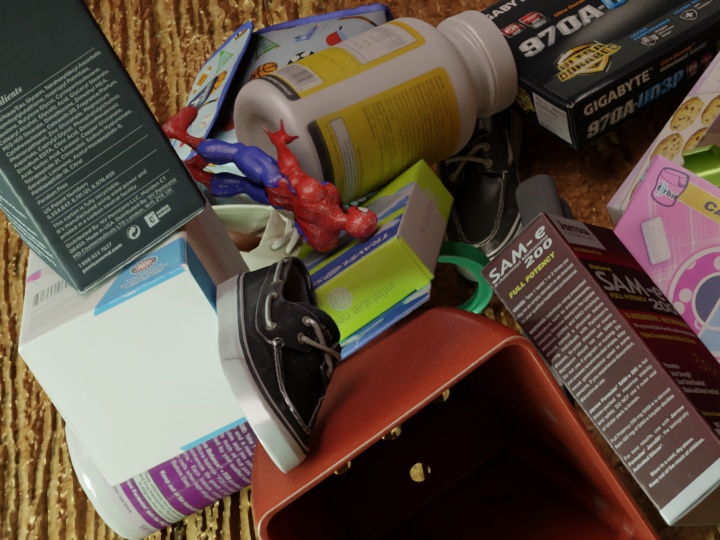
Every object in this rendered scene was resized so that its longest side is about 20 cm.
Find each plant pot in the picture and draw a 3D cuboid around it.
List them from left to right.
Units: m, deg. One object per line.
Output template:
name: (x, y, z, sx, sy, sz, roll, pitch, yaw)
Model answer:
plant pot: (0.044, 0.138, 1.385, 0.200, 0.200, 0.176, -35, 25, -1)

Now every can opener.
can opener: (0.136, 0.010, 1.546, 0.066, 0.053, 0.200, -22, 40, 16)

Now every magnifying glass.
magnifying glass: (0.011, 0.038, 1.599, 0.200, 0.080, 0.022, -28, 42, 24)

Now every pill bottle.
pill bottle: (-0.106, 0.108, 1.569, 0.200, 0.112, 0.112, -27, 39, 9)
pill bottle: (0.015, -0.122, 1.593, 0.200, 0.112, 0.112, -25, 34, -24)

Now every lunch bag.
lunch bag: (-0.066, -0.120, 1.758, 0.200, 0.124, 0.170, -8, 42, 23)

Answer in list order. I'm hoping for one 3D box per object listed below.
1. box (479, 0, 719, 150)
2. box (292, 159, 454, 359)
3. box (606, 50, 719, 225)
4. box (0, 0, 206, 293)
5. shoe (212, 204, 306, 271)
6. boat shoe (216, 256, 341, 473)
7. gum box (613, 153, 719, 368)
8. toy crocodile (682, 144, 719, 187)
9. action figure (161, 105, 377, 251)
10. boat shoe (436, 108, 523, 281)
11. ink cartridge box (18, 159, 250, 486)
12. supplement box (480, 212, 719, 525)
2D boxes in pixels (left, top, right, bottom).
box: (0.193, -0.185, 1.666, 0.200, 0.046, 0.159, -30, 41, -19)
box: (0.000, 0.000, 1.490, 0.122, 0.048, 0.200, -35, 11, 17)
box: (0.255, -0.103, 1.590, 0.041, 0.039, 0.200, 18, 62, 43)
box: (-0.214, -0.107, 1.419, 0.107, 0.200, 0.148, -36, 26, -11)
shoe: (-0.092, -0.018, 1.697, 0.199, 0.053, 0.070, 3, 44, 13)
boat shoe: (-0.045, 0.051, 1.339, 0.068, 0.072, 0.200, -29, 25, 7)
gum box: (0.243, 0.020, 1.376, 0.200, 0.066, 0.114, 33, 97, 30)
toy crocodile: (0.231, -0.001, 1.483, 0.067, 0.062, 0.200, -3, 49, 33)
action figure: (-0.059, -0.062, 1.499, 0.052, 0.066, 0.200, -33, 41, -27)
boat shoe: (0.088, -0.077, 1.659, 0.071, 0.064, 0.200, -19, 41, 18)
ink cartridge box: (-0.147, 0.027, 1.484, 0.128, 0.125, 0.200, -26, 25, 8)
supplement box: (0.171, 0.060, 1.308, 0.061, 0.109, 0.200, -46, 65, 19)
